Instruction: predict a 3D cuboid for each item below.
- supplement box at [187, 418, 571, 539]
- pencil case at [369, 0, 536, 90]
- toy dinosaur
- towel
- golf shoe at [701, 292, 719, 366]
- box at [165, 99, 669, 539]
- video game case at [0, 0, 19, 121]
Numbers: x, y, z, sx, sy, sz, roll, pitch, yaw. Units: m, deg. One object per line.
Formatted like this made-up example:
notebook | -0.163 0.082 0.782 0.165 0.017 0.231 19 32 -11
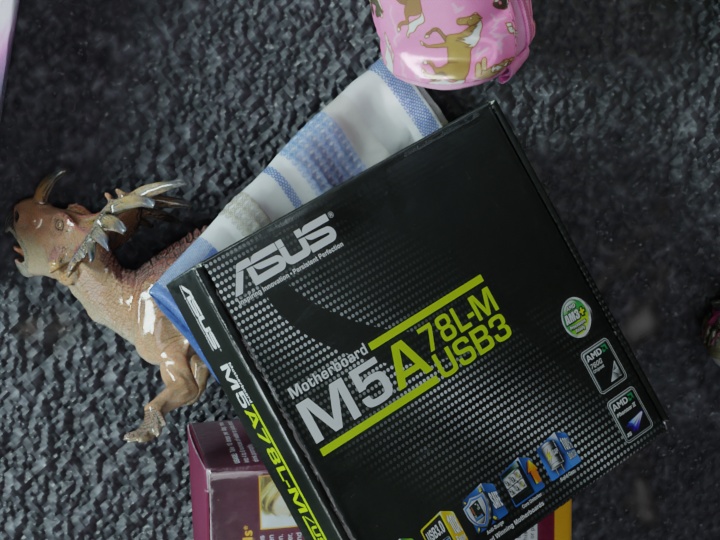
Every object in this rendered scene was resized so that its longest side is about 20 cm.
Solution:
supplement box | 0.010 0.137 1.023 0.198 0.086 0.112 -4 104 -11
pencil case | 0.035 -0.190 0.934 0.082 0.087 0.202 -19 120 -12
toy dinosaur | -0.076 0.005 0.979 0.198 0.086 0.137 -10 99 -14
towel | 0.000 0.000 0.971 0.200 0.024 0.147 -46 106 -29
golf shoe | 0.288 0.017 1.057 0.198 0.073 0.093 -25 109 -4
box | 0.033 0.043 0.938 0.199 0.047 0.195 -29 94 -29
video game case | -0.249 -0.101 0.950 0.141 0.019 0.202 8 101 -13
